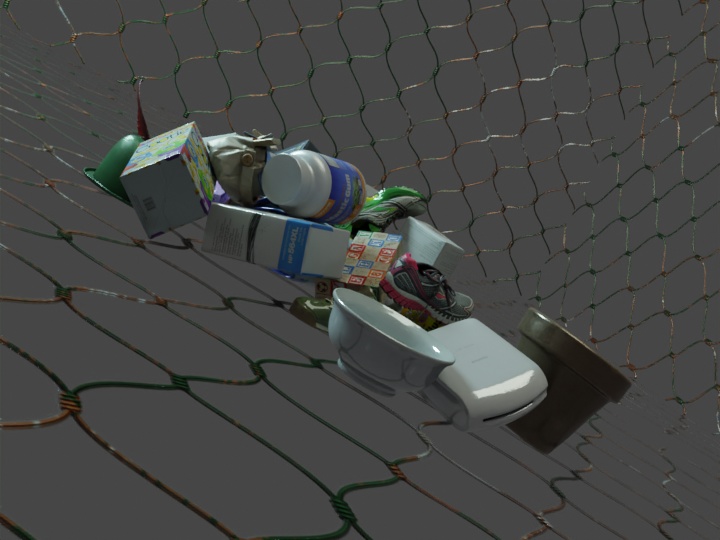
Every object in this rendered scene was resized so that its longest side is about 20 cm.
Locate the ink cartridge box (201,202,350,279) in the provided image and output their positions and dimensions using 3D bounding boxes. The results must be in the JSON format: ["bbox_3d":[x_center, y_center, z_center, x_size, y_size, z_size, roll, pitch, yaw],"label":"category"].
[{"bbox_3d":[-0.137,-0.048,1.467,0.196,0.086,0.145,14,4,25],"label":"ink cartridge box"}]

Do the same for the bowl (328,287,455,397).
[{"bbox_3d":[0.028,0.113,1.262,0.198,0.092,0.201,30,8,-5],"label":"bowl"}]

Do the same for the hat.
[{"bbox_3d":[-0.367,-0.213,1.537,0.198,0.179,0.165,31,8,10],"label":"hat"}]

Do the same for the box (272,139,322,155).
[{"bbox_3d":[-0.105,-0.183,1.968,0.156,0.052,0.200,-10,-48,48],"label":"box"}]

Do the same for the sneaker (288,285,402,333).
[{"bbox_3d":[-0.016,0.060,1.433,0.198,0.091,0.067,24,10,-33],"label":"sneaker"}]

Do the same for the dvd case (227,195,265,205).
[{"bbox_3d":[-0.187,-0.118,1.776,0.143,0.022,0.200,22,-25,-15],"label":"dvd case"}]

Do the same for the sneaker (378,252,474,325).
[{"bbox_3d":[0.124,0.036,1.500,0.198,0.075,0.081,21,21,-40],"label":"sneaker"}]

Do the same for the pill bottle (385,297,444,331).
[{"bbox_3d":[0.112,0.101,1.595,0.198,0.106,0.104,32,8,21],"label":"pill bottle"}]

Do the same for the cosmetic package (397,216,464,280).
[{"bbox_3d":[0.099,0.015,1.739,0.112,0.202,0.080,38,13,36],"label":"cosmetic package"}]

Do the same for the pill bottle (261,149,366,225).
[{"bbox_3d":[-0.080,-0.141,1.528,0.111,0.114,0.199,33,13,26],"label":"pill bottle"}]

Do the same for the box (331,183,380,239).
[{"bbox_3d":[-0.064,-0.107,1.875,0.197,0.125,0.197,29,-31,0],"label":"box"}]

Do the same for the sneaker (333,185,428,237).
[{"bbox_3d":[0.040,-0.101,1.743,0.079,0.196,0.086,94,-22,-55],"label":"sneaker"}]

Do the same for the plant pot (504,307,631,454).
[{"bbox_3d":[0.300,0.187,1.426,0.199,0.176,0.200,37,1,-1],"label":"plant pot"}]

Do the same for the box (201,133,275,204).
[{"bbox_3d":[-0.264,-0.198,1.861,0.151,0.109,0.198,24,-12,-36],"label":"box"}]

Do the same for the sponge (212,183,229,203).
[{"bbox_3d":[-0.336,-0.169,1.677,0.196,0.030,0.112,17,23,6],"label":"sponge"}]

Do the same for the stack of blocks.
[{"bbox_3d":[0.000,0.000,1.585,0.112,0.060,0.201,8,29,12],"label":"stack of blocks"}]

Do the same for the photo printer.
[{"bbox_3d":[0.169,0.158,1.346,0.163,0.071,0.200,-16,33,-27],"label":"photo printer"}]

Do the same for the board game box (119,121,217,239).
[{"bbox_3d":[-0.295,-0.147,1.414,0.201,0.101,0.107,-102,170,-67],"label":"board game box"}]

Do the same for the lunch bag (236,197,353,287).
[{"bbox_3d":[-0.133,-0.057,1.656,0.197,0.130,0.169,23,1,32],"label":"lunch bag"}]

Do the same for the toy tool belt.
[{"bbox_3d":[-0.180,-0.175,1.550,0.200,0.120,0.127,64,6,-79],"label":"toy tool belt"}]
